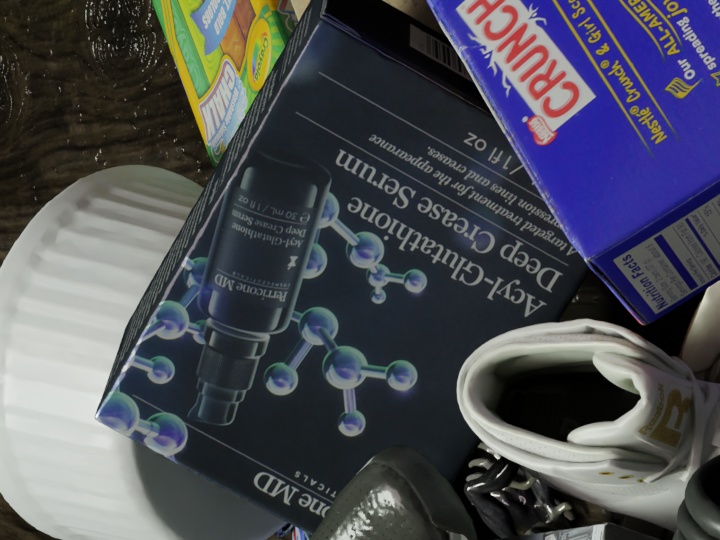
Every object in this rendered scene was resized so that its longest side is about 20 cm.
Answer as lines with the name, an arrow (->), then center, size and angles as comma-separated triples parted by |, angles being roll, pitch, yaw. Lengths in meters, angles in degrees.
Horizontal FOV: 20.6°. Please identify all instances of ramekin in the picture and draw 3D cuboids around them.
ramekin -> -0.091, 0.050, 1.012 | 0.098, 0.200, 0.201 | 10, 107, 38

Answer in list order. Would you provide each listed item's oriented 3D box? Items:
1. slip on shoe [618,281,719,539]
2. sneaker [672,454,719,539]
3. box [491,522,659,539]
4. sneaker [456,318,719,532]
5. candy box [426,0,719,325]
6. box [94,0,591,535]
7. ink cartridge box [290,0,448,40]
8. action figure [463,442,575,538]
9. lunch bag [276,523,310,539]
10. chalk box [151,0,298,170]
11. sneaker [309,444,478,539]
slip on shoe -> 0.160, 0.054, 0.828 | 0.060, 0.076, 0.200 | 21, 112, 11
sneaker -> 0.192, 0.113, 0.659 | 0.200, 0.071, 0.099 | 7, 119, 18
box -> 0.111, 0.157, 0.834 | 0.200, 0.157, 0.050 | -23, 50, 62
sneaker -> 0.133, 0.069, 0.730 | 0.200, 0.116, 0.074 | 9, 80, 23
candy box -> 0.134, -0.105, 0.687 | 0.077, 0.200, 0.169 | 44, -163, -56
box -> 0.000, 0.000, 0.850 | 0.200, 0.148, 0.107 | -59, 8, 16
ink cartridge box -> 0.032, -0.191, 0.929 | 0.165, 0.075, 0.200 | -37, 61, 34
action figure -> 0.063, 0.130, 0.976 | 0.102, 0.119, 0.200 | 40, 125, 26
lunch bag -> 0.009, 0.202, 1.088 | 0.160, 0.075, 0.200 | 106, 151, -75
chalk box -> -0.020, -0.121, 1.049 | 0.200, 0.124, 0.125 | 68, 150, 25
sneaker -> -0.027, 0.161, 0.788 | 0.075, 0.115, 0.200 | 45, 138, 28
